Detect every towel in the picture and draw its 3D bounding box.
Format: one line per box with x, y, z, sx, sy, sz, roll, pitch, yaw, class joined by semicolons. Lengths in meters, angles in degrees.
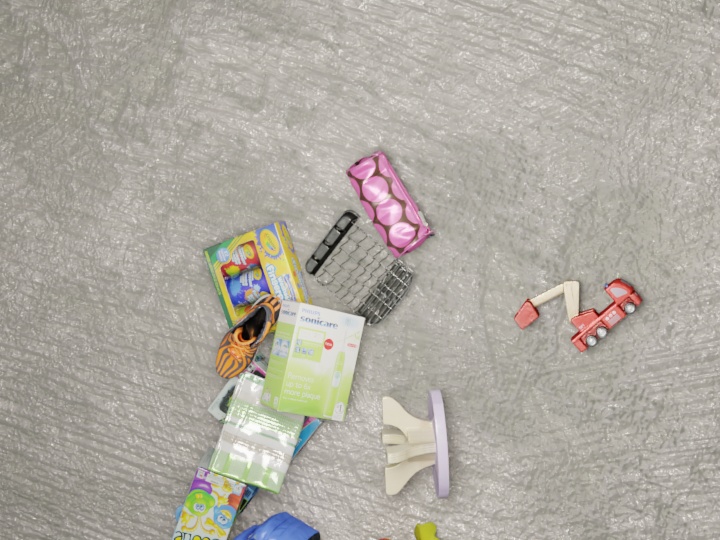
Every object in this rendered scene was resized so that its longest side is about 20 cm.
-0.190;0.306;1.596;0.148;0.031;0.202;18;67;-1;towel

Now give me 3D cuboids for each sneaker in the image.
-0.228;0.133;1.590;0.077;0.112;0.201;35;106;3;sneaker

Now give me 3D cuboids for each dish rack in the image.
0.000;0.000;1.626;0.200;0.055;0.154;40;104;5;dish rack

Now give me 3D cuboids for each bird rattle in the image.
0.062;0.557;1.597;0.162;0.199;0.114;-2;92;39;bird rattle

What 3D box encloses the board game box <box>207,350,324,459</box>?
-0.186;0.285;1.691;0.199;0.064;0.148;39;102;6;board game box

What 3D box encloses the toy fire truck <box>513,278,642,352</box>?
0.396;0.069;1.536;0.200;0.049;0.141;-43;84;13;toy fire truck

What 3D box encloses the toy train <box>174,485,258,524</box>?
-0.296;0.476;1.726;0.114;0.087;0.201;37;102;2;toy train

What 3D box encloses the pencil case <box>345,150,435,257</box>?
0.056;-0.130;1.583;0.093;0.090;0.201;-36;86;44;pencil case

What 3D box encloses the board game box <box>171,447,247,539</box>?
-0.291;0.470;1.631;0.102;0.105;0.202;21;99;-1;board game box

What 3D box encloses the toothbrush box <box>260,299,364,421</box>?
-0.090;0.170;1.577;0.144;0.086;0.202;16;83;-30;toothbrush box

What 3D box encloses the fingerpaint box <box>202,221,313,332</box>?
-0.200;0.024;1.665;0.165;0.073;0.202;-18;91;15;fingerpaint box

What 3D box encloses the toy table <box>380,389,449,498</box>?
0.101;0.329;1.576;0.116;0.184;0.203;-3;82;-2;toy table

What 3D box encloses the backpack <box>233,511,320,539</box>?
-0.183;0.584;1.667;0.167;0.162;0.202;29;102;13;backpack
